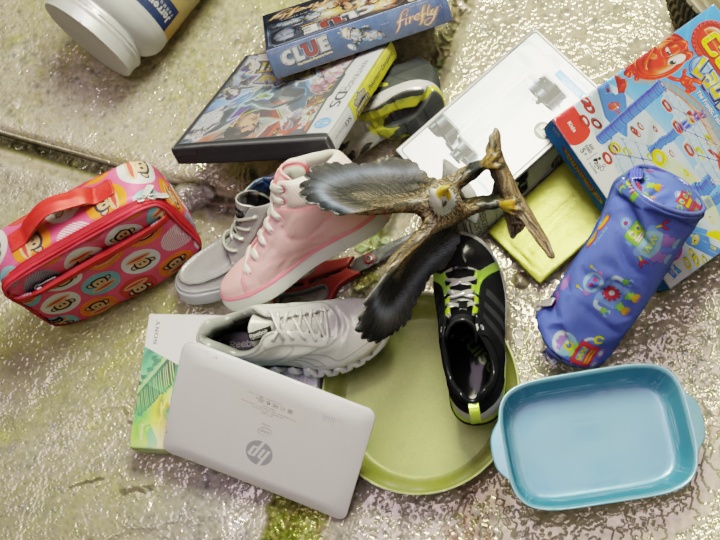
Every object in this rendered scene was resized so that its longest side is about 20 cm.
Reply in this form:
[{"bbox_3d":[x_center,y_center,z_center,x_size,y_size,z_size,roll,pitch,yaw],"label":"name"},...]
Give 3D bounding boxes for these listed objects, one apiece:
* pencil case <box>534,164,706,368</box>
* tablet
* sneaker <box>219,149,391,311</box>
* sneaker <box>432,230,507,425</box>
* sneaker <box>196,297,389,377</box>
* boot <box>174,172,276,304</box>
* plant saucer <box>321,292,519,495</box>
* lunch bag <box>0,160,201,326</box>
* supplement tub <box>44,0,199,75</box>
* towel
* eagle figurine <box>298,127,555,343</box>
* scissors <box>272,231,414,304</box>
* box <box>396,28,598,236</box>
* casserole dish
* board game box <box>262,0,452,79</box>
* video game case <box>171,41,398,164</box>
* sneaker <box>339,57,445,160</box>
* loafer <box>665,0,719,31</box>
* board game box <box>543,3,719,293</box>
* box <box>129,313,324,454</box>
[{"bbox_3d":[0.233,-0.002,0.996,0.086,0.078,0.201,25,120,-3],"label":"pencil case"},{"bbox_3d":[-0.092,0.156,1.044,0.198,0.014,0.132,20,115,8],"label":"tablet"},{"bbox_3d":[-0.076,-0.047,1.055,0.199,0.105,0.076,-30,27,18],"label":"sneaker"},{"bbox_3d":[0.107,0.048,1.026,0.071,0.083,0.203,-10,68,8],"label":"sneaker"},{"bbox_3d":[-0.066,0.063,1.059,0.197,0.081,0.076,-11,66,7],"label":"sneaker"},{"bbox_3d":[-0.119,-0.045,1.131,0.198,0.096,0.074,-29,50,-2],"label":"boot"},{"bbox_3d":[0.060,0.123,1.070,0.197,0.031,0.203,-4,69,11],"label":"plant saucer"},{"bbox_3d":[-0.279,-0.032,1.127,0.198,0.176,0.083,-29,65,2],"label":"lunch bag"},{"bbox_3d":[-0.257,-0.343,1.253,0.144,0.145,0.201,32,80,21],"label":"supplement tub"},{"bbox_3d":[0.231,-0.078,1.113,0.200,0.018,0.086,-41,61,-3],"label":"towel"},{"bbox_3d":[0.053,-0.048,0.985,0.198,0.152,0.152,-26,49,-5],"label":"eagle figurine"},{"bbox_3d":[0.000,0.000,1.141,0.197,0.014,0.074,-12,66,8],"label":"scissors"},{"bbox_3d":[0.149,-0.140,1.127,0.199,0.060,0.117,-40,70,-3],"label":"box"},{"bbox_3d":[0.217,0.156,1.001,0.197,0.039,0.123,-9,73,0],"label":"casserole dish"},{"bbox_3d":[-0.008,-0.276,1.183,0.197,0.035,0.136,-18,29,2],"label":"board game box"},{"bbox_3d":[-0.079,-0.180,1.149,0.198,0.026,0.182,1,43,30],"label":"video game case"},{"bbox_3d":[0.000,-0.175,1.182,0.197,0.075,0.085,-10,40,17],"label":"sneaker"},{"bbox_3d":[0.391,-0.238,1.105,0.067,0.076,0.201,-36,75,-5],"label":"loafer"},{"bbox_3d":[0.316,-0.117,1.051,0.195,0.056,0.201,-35,86,-1],"label":"board game box"},{"bbox_3d":[-0.134,0.119,1.115,0.197,0.036,0.146,0,70,14],"label":"box"}]
